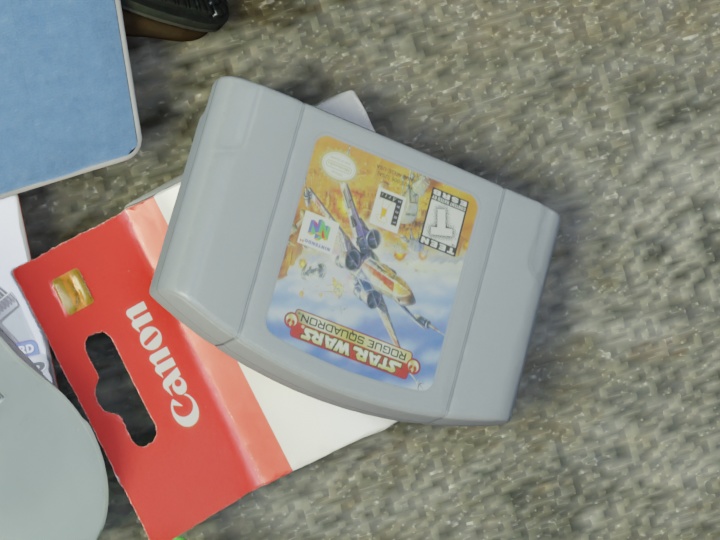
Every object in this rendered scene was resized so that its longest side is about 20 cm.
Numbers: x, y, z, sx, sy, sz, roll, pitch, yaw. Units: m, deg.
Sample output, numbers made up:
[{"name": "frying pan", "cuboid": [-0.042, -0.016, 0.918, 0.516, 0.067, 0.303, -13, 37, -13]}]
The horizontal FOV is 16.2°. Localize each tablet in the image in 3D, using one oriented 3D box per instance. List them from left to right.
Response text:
[{"name": "tablet", "cuboid": [-0.176, -0.130, 1.201, 0.130, 0.014, 0.201, -19, 117, -24]}]

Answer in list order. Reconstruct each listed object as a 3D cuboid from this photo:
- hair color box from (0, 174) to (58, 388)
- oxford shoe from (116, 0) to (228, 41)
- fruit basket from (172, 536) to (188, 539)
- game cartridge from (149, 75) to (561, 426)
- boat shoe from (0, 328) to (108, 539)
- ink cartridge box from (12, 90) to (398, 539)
[{"name": "hair color box", "cuboid": [-0.213, 0.028, 1.265, 0.110, 0.064, 0.201, -12, 90, -9]}, {"name": "oxford shoe", "cuboid": [-0.162, -0.142, 1.271, 0.199, 0.073, 0.085, 10, 133, -28]}, {"name": "fruit basket", "cuboid": [-0.069, 0.256, 1.241, 0.214, 0.156, 0.217, 0, 80, 1]}, {"name": "game cartridge", "cuboid": [0.000, 0.000, 1.259, 0.199, 0.041, 0.134, 21, 69, -21]}, {"name": "boat shoe", "cuboid": [-0.195, 0.058, 1.202, 0.075, 0.086, 0.202, -43, 126, -12]}, {"name": "ink cartridge box", "cuboid": [-0.051, 0.022, 1.273, 0.200, 0.050, 0.162, -30, 95, -30]}]
